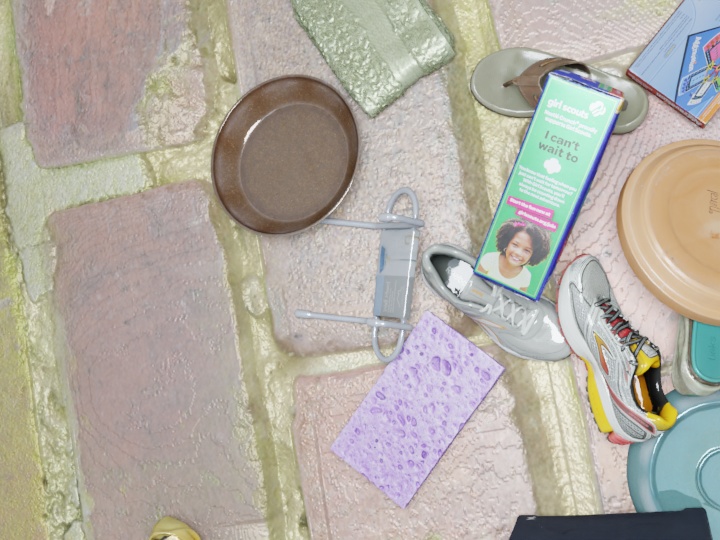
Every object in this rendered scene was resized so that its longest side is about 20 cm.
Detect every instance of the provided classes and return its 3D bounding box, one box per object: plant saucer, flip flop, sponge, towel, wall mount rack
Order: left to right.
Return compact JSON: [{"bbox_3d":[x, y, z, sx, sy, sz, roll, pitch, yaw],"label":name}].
[{"bbox_3d":[-0.088,-0.136,0.938,0.197,0.037,0.204,-4,79,19],"label":"plant saucer"},{"bbox_3d":[0.000,0.000,0.895,0.173,0.074,0.203,2,84,57],"label":"wall mount rack"},{"bbox_3d":[0.010,-0.299,0.932,0.148,0.036,0.201,-35,78,11],"label":"towel"},{"bbox_3d":[0.064,0.159,0.886,0.111,0.030,0.201,36,95,15],"label":"sponge"},{"bbox_3d":[0.219,-0.202,0.855,0.197,0.058,0.082,20,91,16],"label":"flip flop"},{"bbox_3d":[0.359,-0.045,0.776,0.197,0.032,0.203,2,68,-4],"label":"plant saucer"},{"bbox_3d":[0.379,0.214,0.796,0.197,0.027,0.204,-1,86,15],"label":"plant saucer"}]

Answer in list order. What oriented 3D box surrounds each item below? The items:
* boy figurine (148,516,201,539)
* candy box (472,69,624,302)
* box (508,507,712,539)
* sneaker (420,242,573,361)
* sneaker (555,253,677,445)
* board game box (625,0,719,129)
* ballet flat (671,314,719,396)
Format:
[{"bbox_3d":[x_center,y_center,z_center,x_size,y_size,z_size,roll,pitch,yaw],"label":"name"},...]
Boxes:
[{"bbox_3d":[-0.183,0.382,0.922,0.124,0.064,0.202,-34,81,13],"label":"boy figurine"},{"bbox_3d":[0.192,-0.092,0.772,0.076,0.169,0.203,22,110,14],"label":"candy box"},{"bbox_3d":[0.256,0.352,0.759,0.194,0.117,0.203,-10,87,20],"label":"box"},{"bbox_3d":[0.144,0.037,0.841,0.198,0.092,0.076,31,94,15],"label":"sneaker"},{"bbox_3d":[0.270,0.076,0.799,0.082,0.077,0.203,-28,82,56],"label":"sneaker"},{"bbox_3d":[0.388,-0.261,0.824,0.103,0.019,0.201,40,91,16],"label":"board game box"},{"bbox_3d":[0.351,0.033,0.795,0.067,0.062,0.202,20,68,3],"label":"ballet flat"}]
